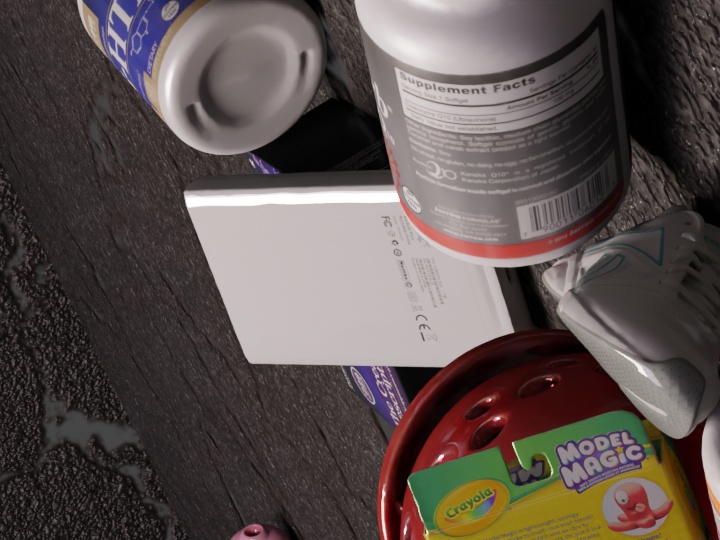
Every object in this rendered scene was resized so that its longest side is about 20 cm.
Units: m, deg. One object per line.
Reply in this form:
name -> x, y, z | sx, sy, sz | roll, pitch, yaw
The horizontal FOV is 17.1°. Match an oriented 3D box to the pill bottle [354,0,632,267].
pill bottle -> 0.059, -0.105, 1.079 | 0.116, 0.116, 0.200 | 49, 163, 38

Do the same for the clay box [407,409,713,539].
clay box -> 0.109, 0.151, 1.087 | 0.048, 0.114, 0.201 | -73, -38, -64

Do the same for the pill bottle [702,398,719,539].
pill bottle -> 0.214, 0.134, 1.024 | 0.110, 0.109, 0.200 | 45, 160, 47

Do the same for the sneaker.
sneaker -> 0.131, 0.011, 1.044 | 0.070, 0.080, 0.200 | 50, -173, -12

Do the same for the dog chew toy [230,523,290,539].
dog chew toy -> -0.103, 0.369, 2.690 | 0.125, 0.124, 0.201 | 43, 151, 51

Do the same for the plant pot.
plant pot -> 0.109, 0.135, 1.226 | 0.201, 0.200, 0.182 | 65, 168, -22

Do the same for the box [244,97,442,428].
box -> 0.014, 0.004, 1.565 | 0.141, 0.079, 0.201 | 40, 156, 62

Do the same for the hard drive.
hard drive -> 0.000, 0.000, 1.454 | 0.199, 0.027, 0.132 | -1, 124, 30

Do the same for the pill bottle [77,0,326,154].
pill bottle -> -0.118, -0.175, 1.581 | 0.200, 0.119, 0.120 | 47, 161, 44
